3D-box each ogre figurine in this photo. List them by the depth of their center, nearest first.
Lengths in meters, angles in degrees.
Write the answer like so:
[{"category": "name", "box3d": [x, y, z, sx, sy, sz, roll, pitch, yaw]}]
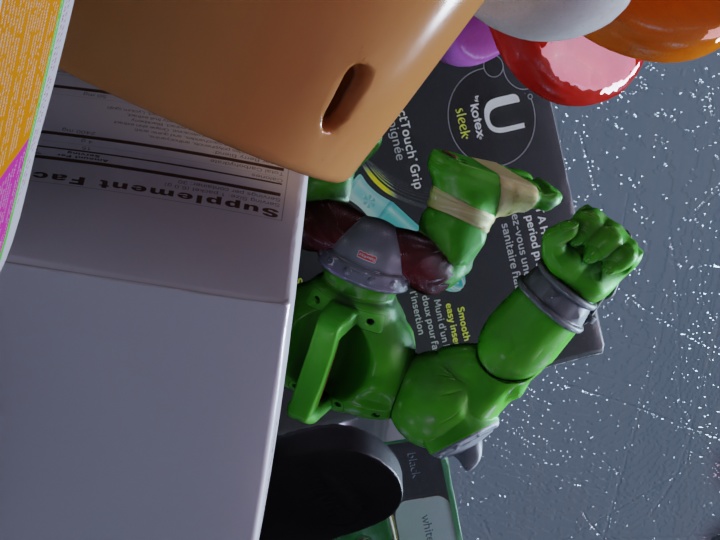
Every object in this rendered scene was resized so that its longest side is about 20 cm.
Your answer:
[{"category": "ogre figurine", "box3d": [0.000, 0.000, 1.218, 0.098, 0.199, 0.121, -120, -130, -77]}]

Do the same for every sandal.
[{"category": "sandal", "box3d": [-0.076, 0.108, 1.146, 0.075, 0.199, 0.045, 45, 36, -44]}]

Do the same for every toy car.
[{"category": "toy car", "box3d": [0.064, -0.140, 1.144, 0.175, 0.199, 0.151, -41, 142, -37]}]

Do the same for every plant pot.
[{"category": "plant pot", "box3d": [-0.039, -0.119, 0.966, 0.200, 0.199, 0.141, -101, -145, -85]}]

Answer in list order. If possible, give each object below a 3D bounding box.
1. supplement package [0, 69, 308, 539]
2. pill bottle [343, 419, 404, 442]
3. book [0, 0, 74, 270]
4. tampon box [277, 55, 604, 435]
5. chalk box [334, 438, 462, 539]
[{"category": "supplement package", "box3d": [-0.083, 0.011, 1.070, 0.200, 0.119, 0.122, -85, -176, -63]}, {"category": "pill bottle", "box3d": [-0.063, 0.058, 1.527, 0.116, 0.199, 0.117, -172, -90, -89]}, {"category": "book", "box3d": [-0.107, -0.030, 0.743, 0.200, 0.048, 0.134, -84, -175, -75]}, {"category": "tampon box", "box3d": [-0.017, -0.011, 1.340, 0.126, 0.199, 0.151, -5, -82, 66]}, {"category": "chalk box", "box3d": [-0.022, 0.152, 1.381, 0.200, 0.123, 0.126, 135, -54, -69]}]
